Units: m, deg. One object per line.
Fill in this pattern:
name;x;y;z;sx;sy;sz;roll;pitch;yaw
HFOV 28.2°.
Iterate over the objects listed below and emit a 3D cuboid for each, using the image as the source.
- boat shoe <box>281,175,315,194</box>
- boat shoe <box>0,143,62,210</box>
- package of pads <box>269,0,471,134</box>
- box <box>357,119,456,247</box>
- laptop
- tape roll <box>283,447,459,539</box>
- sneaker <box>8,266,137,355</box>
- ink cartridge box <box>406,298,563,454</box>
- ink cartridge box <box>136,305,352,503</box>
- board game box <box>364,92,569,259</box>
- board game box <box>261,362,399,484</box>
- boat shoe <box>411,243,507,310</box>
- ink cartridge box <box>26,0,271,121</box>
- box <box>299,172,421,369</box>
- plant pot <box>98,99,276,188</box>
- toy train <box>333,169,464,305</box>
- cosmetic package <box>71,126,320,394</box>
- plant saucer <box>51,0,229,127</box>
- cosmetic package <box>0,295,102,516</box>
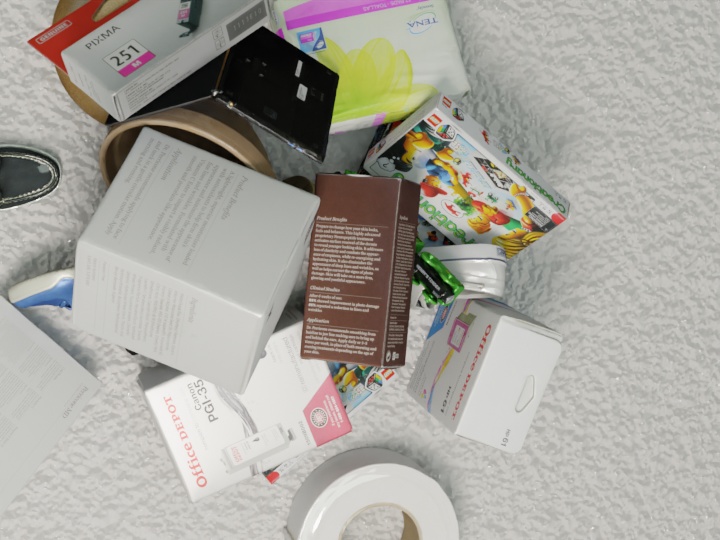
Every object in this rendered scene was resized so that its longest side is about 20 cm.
boat shoe;-0.108;-0.017;1.626;0.067;0.072;0.200;31;96;-47
boat shoe;-0.418;-0.095;1.528;0.199;0.060;0.076;-8;101;-14
package of pads;0.012;-0.240;1.599;0.199;0.068;0.155;-14;86;-11
box;0.090;-0.082;1.679;0.199;0.038;0.137;24;92;-17
laptop;-0.136;-0.177;1.478;0.200;0.178;0.103;30;125;-17
tape roll;0.013;0.317;1.709;0.201;0.071;0.203;-3;101;-15
sneaker;-0.280;0.045;1.580;0.199;0.077;0.112;-12;93;-19
ink cartridge box;0.139;0.110;1.640;0.084;0.200;0.145;20;93;-17
ink cartridge box;-0.130;0.150;1.600;0.199;0.083;0.147;-24;104;-9
board game box;0.119;-0.096;1.602;0.200;0.035;0.126;38;132;-17
board game box;-0.069;0.137;1.675;0.200;0.035;0.126;-40;106;-5
boat shoe;0.069;0.013;1.625;0.074;0.199;0.066;28;59;-58
ink cartridge box;-0.220;-0.258;1.459;0.200;0.173;0.044;-38;148;-21
box;0.000;0.000;1.527;0.100;0.075;0.201;6;91;22
plant pot;-0.174;-0.120;1.551;0.200;0.201;0.093;34;51;-17
toy train;0.039;-0.037;1.582;0.042;0.056;0.200;-47;72;14
cosmetic package;-0.170;-0.008;1.472;0.199;0.165;0.165;23;54;2
plant saucer;-0.236;-0.249;1.565;0.199;0.035;0.201;-2;99;-14
cosmetic package;-0.396;0.151;1.535;0.151;0.052;0.200;43;59;-13
